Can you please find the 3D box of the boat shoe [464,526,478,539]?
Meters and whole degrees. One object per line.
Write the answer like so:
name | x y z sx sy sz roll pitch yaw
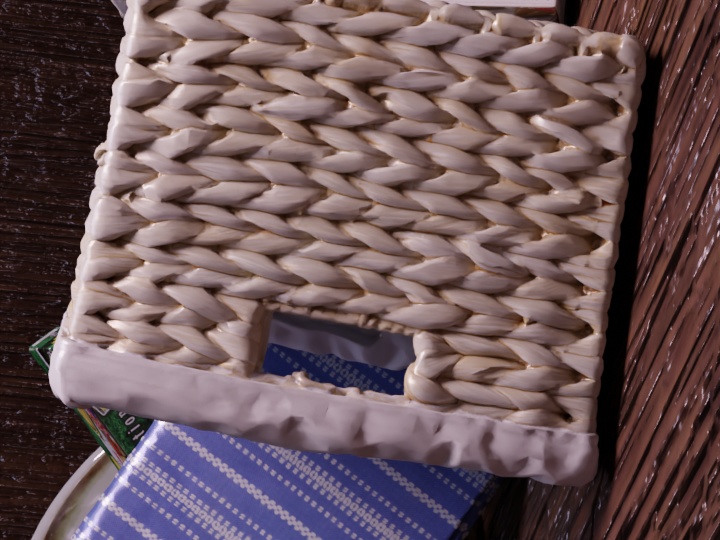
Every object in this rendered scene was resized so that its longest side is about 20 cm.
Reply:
boat shoe | 0.022 0.178 0.984 0.201 0.073 0.063 -100 20 -47

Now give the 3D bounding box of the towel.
towel | -0.041 0.119 0.936 0.201 0.144 0.024 -55 -12 -1

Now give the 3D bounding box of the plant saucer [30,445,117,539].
plant saucer | -0.097 0.151 1.173 0.050 0.199 0.201 51 -156 -33

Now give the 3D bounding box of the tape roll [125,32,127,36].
tape roll | -0.032 -0.134 1.195 0.203 0.201 0.071 -90 8 -47

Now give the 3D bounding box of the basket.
basket | -0.005 -0.027 0.819 0.200 0.197 0.162 -119 39 -82

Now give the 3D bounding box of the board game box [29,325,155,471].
board game box | -0.086 0.112 1.010 0.201 0.023 0.105 55 170 -6

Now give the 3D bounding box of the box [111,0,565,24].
box | -0.009 -0.128 0.931 0.039 0.198 0.042 55 -141 -73
